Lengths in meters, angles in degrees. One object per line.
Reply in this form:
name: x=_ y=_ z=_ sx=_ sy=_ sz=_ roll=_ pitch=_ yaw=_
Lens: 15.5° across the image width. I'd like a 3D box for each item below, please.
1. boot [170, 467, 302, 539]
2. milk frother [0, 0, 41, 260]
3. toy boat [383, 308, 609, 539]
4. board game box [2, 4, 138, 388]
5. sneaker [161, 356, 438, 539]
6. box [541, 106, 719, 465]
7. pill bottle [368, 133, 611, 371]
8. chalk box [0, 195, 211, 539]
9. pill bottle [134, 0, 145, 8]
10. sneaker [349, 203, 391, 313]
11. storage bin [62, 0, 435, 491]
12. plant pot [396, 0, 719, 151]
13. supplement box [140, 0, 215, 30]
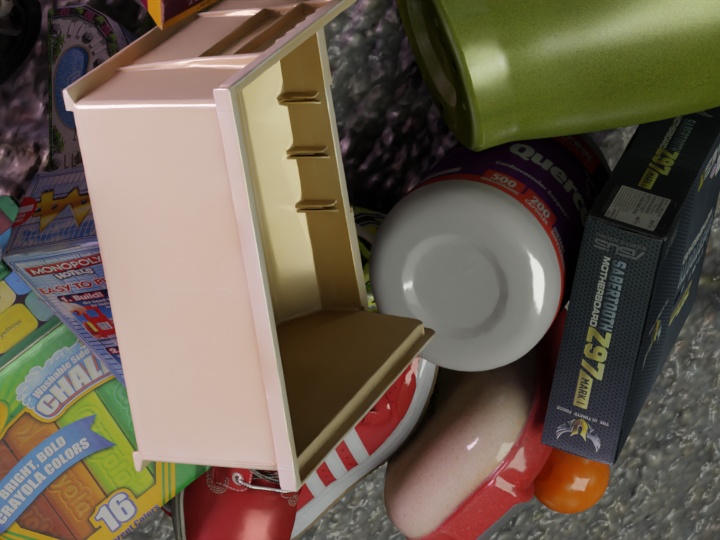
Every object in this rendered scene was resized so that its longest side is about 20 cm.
boot: x=-0.050 y=0.103 z=1.489 sx=0.072 sy=0.144 sz=0.201 roll=5 pitch=91 yaw=-21
milk frother: x=-0.224 y=-0.068 z=1.304 sx=0.199 sy=0.189 sz=0.181 roll=-11 pitch=158 yaw=-24
toy boat: x=0.098 y=0.103 z=1.637 sx=0.131 sy=0.200 sz=0.131 roll=35 pitch=120 yaw=-16
board game box: x=-0.114 y=-0.032 z=1.374 sx=0.061 sy=0.201 sz=0.200 roll=-9 pitch=162 yaw=19
sneaker: x=-0.044 y=0.092 z=1.598 sx=0.112 sy=0.071 sz=0.200 roll=13 pitch=130 yaw=-39
box: x=0.167 y=-0.004 z=1.558 sx=0.200 sy=0.051 sz=0.158 roll=-53 pitch=157 yaw=-55
pill bottle: x=0.086 y=-0.025 z=1.557 sx=0.200 sy=0.112 sz=0.113 roll=-47 pitch=154 yaw=-61
chalk box: x=-0.193 y=0.054 z=1.454 sx=0.125 sy=0.124 sz=0.200 roll=-38 pitch=134 yaw=-9
pill bottle: x=-0.046 y=-0.225 z=1.380 sx=0.200 sy=0.113 sz=0.113 roll=-28 pitch=132 yaw=-18
sneaker: x=0.000 y=0.000 z=1.589 sx=0.200 sy=0.076 sz=0.076 roll=19 pitch=105 yaw=-43
storage bin: x=-0.046 y=-0.027 z=1.310 sx=0.199 sy=0.093 sz=0.201 roll=-44 pitch=130 yaw=-57
plant pot: x=0.126 y=-0.161 z=1.510 sx=0.192 sy=0.201 sz=0.201 roll=-21 pitch=130 yaw=-7
supplement box: x=-0.100 y=-0.233 z=1.268 sx=0.110 sy=0.200 sz=0.086 roll=-29 pitch=163 yaw=-14
